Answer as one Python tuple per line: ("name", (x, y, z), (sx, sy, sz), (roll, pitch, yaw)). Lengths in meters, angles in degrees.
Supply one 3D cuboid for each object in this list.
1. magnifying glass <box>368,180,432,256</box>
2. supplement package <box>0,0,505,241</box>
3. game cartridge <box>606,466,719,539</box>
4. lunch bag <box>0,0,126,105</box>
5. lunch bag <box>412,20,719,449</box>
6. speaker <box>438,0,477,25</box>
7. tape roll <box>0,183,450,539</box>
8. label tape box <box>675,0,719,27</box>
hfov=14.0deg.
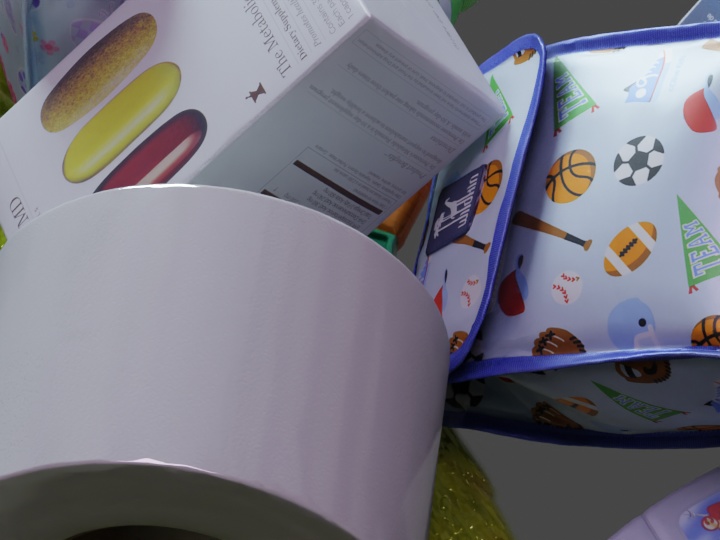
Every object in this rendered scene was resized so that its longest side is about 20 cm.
("magnifying glass", (0.000, 0.000, 1.377), (0.079, 0.022, 0.200), (17, 54, 15))
("supplement package", (-0.057, -0.061, 1.310), (0.200, 0.109, 0.114), (-42, 50, 15))
("game cartridge", (0.198, 0.135, 1.256), (0.200, 0.042, 0.133), (-22, 59, -14))
("lunch bag", (-0.120, -0.161, 1.394), (0.127, 0.200, 0.170), (-13, 52, -7))
("lunch bag", (0.111, -0.014, 1.298), (0.200, 0.124, 0.170), (-2, 64, 34))
("speaker", (0.065, -0.195, 1.483), (0.088, 0.089, 0.200), (34, 61, 25))
("tape roll", (-0.068, 0.079, 1.206), (0.202, 0.203, 0.139), (4, 53, 6))
("label tape box", (0.201, -0.061, 1.373), (0.200, 0.066, 0.143), (-50, 58, 14))
